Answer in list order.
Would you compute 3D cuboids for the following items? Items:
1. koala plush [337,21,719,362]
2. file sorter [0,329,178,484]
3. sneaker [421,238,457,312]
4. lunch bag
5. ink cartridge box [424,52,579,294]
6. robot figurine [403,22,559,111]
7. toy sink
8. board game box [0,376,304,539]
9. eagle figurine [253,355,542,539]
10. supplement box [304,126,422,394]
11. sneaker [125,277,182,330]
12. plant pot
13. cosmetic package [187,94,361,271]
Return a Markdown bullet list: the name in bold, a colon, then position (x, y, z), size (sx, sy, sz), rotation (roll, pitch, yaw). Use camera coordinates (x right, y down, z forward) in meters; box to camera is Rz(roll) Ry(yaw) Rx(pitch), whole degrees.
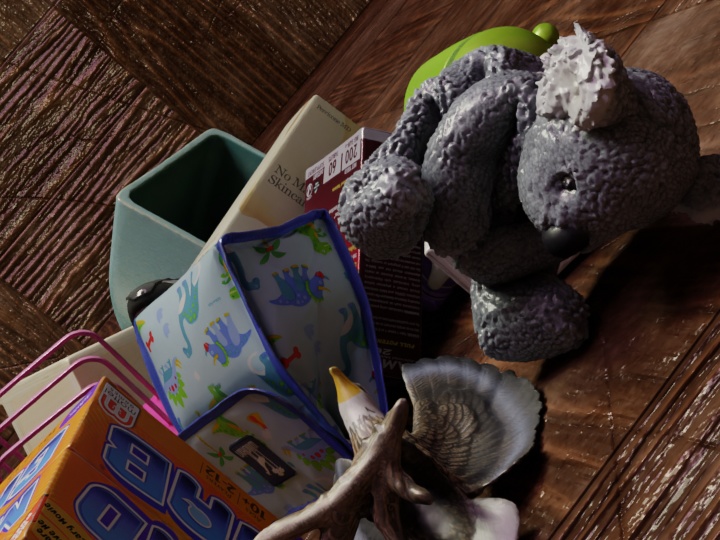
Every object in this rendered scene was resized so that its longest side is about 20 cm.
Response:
- **koala plush**: position (0.123, -0.066, 0.917), size (0.200, 0.177, 0.184), rotation (-16, 42, 57)
- **file sorter**: position (-0.222, 0.163, 1.278), size (0.139, 0.125, 0.200), rotation (-41, 32, 2)
- **sneaker**: position (0.040, -0.006, 1.307), size (0.084, 0.081, 0.200), rotation (-62, 8, 1)
- **lunch bag**: position (-0.066, 0.084, 1.148), size (0.127, 0.200, 0.170), rotation (-19, -10, -36)
- **ink cartridge box**: position (0.124, -0.066, 1.150), size (0.146, 0.084, 0.200), rotation (-45, 12, 16)
- **robot figurine**: position (0.112, -0.151, 1.387), size (0.175, 0.116, 0.200), rotation (-41, 9, -19)
- **toy sink**: position (-0.264, 0.136, 1.529), size (0.130, 0.112, 0.200), rotation (-27, 2, -44)
- **board game box**: position (-0.172, 0.236, 1.000), size (0.200, 0.200, 0.200), rotation (-45, 13, 19)
- **eagle figurine**: position (0.028, 0.118, 0.905), size (0.151, 0.151, 0.200), rotation (-4, -9, 15)
- **supplement box**: position (0.000, 0.000, 1.237), size (0.109, 0.061, 0.200), rotation (-31, 53, 57)
- **sneaker**: position (-0.124, 0.086, 1.273), size (0.074, 0.200, 0.079), rotation (-25, 32, 14)
- **plant pot**: position (-0.140, 0.011, 1.578), size (0.196, 0.196, 0.200), rotation (-45, -20, -54)
- **cosmetic package**: position (-0.057, -0.042, 1.330), size (0.071, 0.105, 0.200), rotation (-38, 19, 57)
